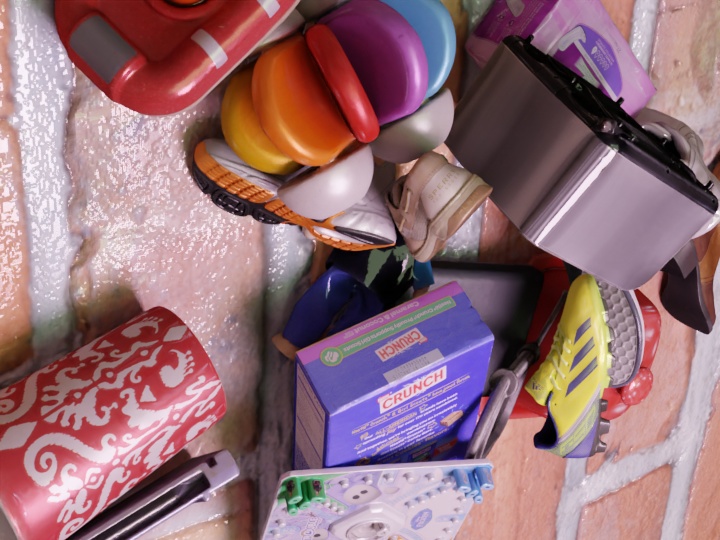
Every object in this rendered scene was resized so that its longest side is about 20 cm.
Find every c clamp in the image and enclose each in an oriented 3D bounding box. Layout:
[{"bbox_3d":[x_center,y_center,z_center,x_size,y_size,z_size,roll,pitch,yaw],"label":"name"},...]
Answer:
[{"bbox_3d":[0.141,0.114,1.239,0.173,0.027,0.200,-68,168,20],"label":"c clamp"}]

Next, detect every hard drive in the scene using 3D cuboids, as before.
[{"bbox_3d":[0.082,0.060,1.274,0.198,0.033,0.141,3,112,-31],"label":"hard drive"}]

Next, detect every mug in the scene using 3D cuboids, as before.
[{"bbox_3d":[-0.224,0.128,1.038,0.199,0.177,0.134,-34,91,-26],"label":"mug"}]

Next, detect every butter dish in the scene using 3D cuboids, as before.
[{"bbox_3d":[0.251,0.094,1.378,0.198,0.147,0.202,2,111,-40],"label":"butter dish"}]

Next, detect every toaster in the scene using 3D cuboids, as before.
[{"bbox_3d":[0.181,-0.095,1.094,0.199,0.181,0.119,22,113,-43],"label":"toaster"}]

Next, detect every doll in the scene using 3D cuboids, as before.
[{"bbox_3d":[0.000,0.000,1.166,0.136,0.048,0.201,36,93,-14],"label":"doll"}]

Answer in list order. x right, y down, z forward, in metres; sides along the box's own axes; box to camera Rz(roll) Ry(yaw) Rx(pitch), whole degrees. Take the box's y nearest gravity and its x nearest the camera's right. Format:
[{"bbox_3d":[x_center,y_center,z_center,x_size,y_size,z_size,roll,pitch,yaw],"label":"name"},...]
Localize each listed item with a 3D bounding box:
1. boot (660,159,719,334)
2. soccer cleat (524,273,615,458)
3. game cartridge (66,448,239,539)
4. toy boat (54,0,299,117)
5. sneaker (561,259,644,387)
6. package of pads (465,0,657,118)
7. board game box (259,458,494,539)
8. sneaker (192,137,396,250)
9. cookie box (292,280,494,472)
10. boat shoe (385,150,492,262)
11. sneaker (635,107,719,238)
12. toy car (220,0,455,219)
[{"bbox_3d":[0.428,-0.045,1.526,0.200,0.068,0.189,-49,128,-17],"label":"boot"},{"bbox_3d":[0.199,0.097,1.227,0.082,0.065,0.203,0,120,6],"label":"soccer cleat"},{"bbox_3d":[-0.204,0.218,1.088,0.199,0.130,0.039,-30,86,-23],"label":"game cartridge"},{"bbox_3d":[-0.120,-0.212,0.882,0.200,0.130,0.131,-46,173,-10],"label":"toy boat"},{"bbox_3d":[0.255,0.001,1.289,0.146,0.076,0.205,-32,111,-59],"label":"sneaker"},{"bbox_3d":[0.193,-0.189,1.217,0.121,0.075,0.200,-52,135,-3],"label":"package of pads"},{"bbox_3d":[0.008,0.243,1.193,0.197,0.026,0.201,-1,141,-17],"label":"board game box"},{"bbox_3d":[-0.052,-0.085,1.088,0.198,0.075,0.093,20,71,-34],"label":"sneaker"},{"bbox_3d":[0.026,0.125,1.169,0.169,0.076,0.201,-22,146,-21],"label":"cookie box"},{"bbox_3d":[0.056,-0.057,1.055,0.072,0.065,0.200,-49,179,-6],"label":"boat shoe"},{"bbox_3d":[0.297,-0.122,1.273,0.078,0.201,0.099,-38,121,12],"label":"sneaker"},{"bbox_3d":[-0.008,-0.151,0.984,0.199,0.150,0.176,-34,100,-23],"label":"toy car"}]
